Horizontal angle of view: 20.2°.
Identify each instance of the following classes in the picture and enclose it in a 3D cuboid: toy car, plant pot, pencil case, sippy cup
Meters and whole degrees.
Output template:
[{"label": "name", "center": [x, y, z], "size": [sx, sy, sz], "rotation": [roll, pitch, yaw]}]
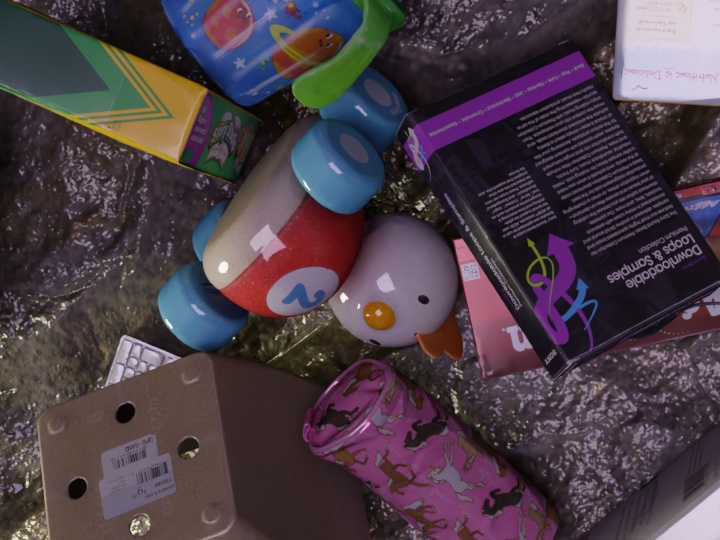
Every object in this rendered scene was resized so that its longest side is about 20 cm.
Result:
[{"label": "toy car", "center": [0.000, 0.000, 1.400], "size": [0.200, 0.177, 0.184], "rotation": [39, 119, -10]}, {"label": "plant pot", "center": [-0.118, 0.167, 1.396], "size": [0.199, 0.177, 0.201], "rotation": [-20, 56, 13]}, {"label": "pencil case", "center": [0.050, 0.144, 1.418], "size": [0.200, 0.083, 0.087], "rotation": [43, 77, -26]}, {"label": "sippy cup", "center": [-0.058, -0.185, 1.369], "size": [0.130, 0.178, 0.140], "rotation": [-37, 104, 8]}]

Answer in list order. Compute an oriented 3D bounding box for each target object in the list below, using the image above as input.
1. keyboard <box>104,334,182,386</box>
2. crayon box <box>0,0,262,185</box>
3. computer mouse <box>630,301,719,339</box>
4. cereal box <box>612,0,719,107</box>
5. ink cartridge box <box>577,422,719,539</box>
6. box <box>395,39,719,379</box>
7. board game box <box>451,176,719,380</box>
[{"label": "keyboard", "center": [-0.097, 0.110, 1.520], "size": [0.199, 0.011, 0.057], "rotation": [22, 106, 8]}, {"label": "crayon box", "center": [-0.170, -0.122, 1.385], "size": [0.172, 0.200, 0.059], "rotation": [25, 92, 8]}, {"label": "computer mouse", "center": [0.254, 0.027, 1.381], "size": [0.198, 0.034, 0.059], "rotation": [-2, 75, -1]}, {"label": "cereal box", "center": [0.245, -0.210, 1.351], "size": [0.143, 0.040, 0.202], "rotation": [5, 104, 13]}, {"label": "ink cartridge box", "center": [0.231, 0.186, 1.387], "size": [0.200, 0.146, 0.084], "rotation": [-43, 91, 19]}, {"label": "box", "center": [0.134, -0.043, 1.347], "size": [0.142, 0.036, 0.201], "rotation": [-25, 74, -25]}, {"label": "board game box", "center": [0.171, 0.006, 1.404], "size": [0.199, 0.019, 0.104], "rotation": [-13, 101, 2]}]
